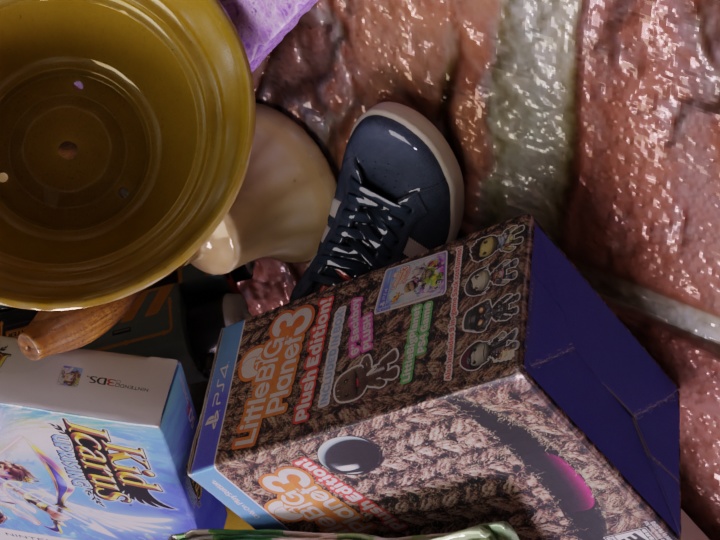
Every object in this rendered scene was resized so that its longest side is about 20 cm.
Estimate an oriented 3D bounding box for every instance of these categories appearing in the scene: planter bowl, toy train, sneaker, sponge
[{"bbox_3d":[-0.154,-0.072,0.784,0.200,0.200,0.083,43,168,4],"label":"planter bowl"},{"bbox_3d":[-0.159,0.034,0.944,0.199,0.114,0.085,-13,146,6],"label":"toy train"},{"bbox_3d":[0.000,0.000,0.840,0.075,0.085,0.201,30,139,19],"label":"sneaker"},{"bbox_3d":[-0.093,-0.149,0.800,0.112,0.030,0.200,47,131,-2],"label":"sponge"}]

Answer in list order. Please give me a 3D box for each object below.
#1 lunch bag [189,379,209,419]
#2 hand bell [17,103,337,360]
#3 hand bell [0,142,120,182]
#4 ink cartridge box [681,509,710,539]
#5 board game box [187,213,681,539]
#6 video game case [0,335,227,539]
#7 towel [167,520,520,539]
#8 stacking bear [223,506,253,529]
[{"bbox_3d":[-0.202,0.088,1.076,0.199,0.117,0.165,29,139,28],"label":"lunch bag"},{"bbox_3d":[-0.110,-0.005,0.836,0.104,0.200,0.105,23,131,28],"label":"hand bell"},{"bbox_3d":[-0.197,-0.066,0.914,0.200,0.104,0.104,7,129,51],"label":"hand bell"},{"bbox_3d":[0.119,0.214,0.875,0.146,0.084,0.200,46,131,-16],"label":"ink cartridge box"},{"bbox_3d":[0.042,0.083,0.784,0.199,0.097,0.159,-21,131,31],"label":"board game box"},{"bbox_3d":[-0.180,0.107,0.877,0.180,0.046,0.200,7,147,8],"label":"video game case"},{"bbox_3d":[0.012,0.177,0.802,0.199,0.023,0.153,-8,139,28],"label":"towel"},{"bbox_3d":[-0.096,0.171,1.009,0.121,0.201,0.114,21,173,21],"label":"stacking bear"}]
